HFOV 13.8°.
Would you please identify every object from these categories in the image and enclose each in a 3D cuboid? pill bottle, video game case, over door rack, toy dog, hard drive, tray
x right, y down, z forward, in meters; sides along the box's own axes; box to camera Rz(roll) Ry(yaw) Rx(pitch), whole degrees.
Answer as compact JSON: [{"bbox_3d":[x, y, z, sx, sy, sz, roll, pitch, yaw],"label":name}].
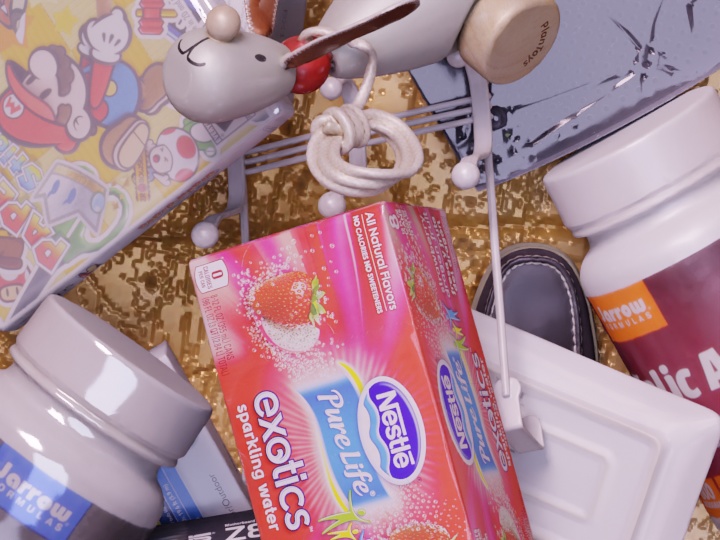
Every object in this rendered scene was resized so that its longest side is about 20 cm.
[{"bbox_3d":[0.178,0.019,1.453,0.114,0.114,0.200,-30,96,-1],"label":"pill bottle"},{"bbox_3d":[-0.154,-0.103,1.417,0.182,0.023,0.200,-37,79,18],"label":"video game case"},{"bbox_3d":[0.000,0.000,1.420,0.148,0.067,0.200,-12,76,20],"label":"over door rack"},{"bbox_3d":[-0.164,0.118,1.381,0.114,0.114,0.200,35,93,-5],"label":"pill bottle"},{"bbox_3d":[0.008,-0.129,1.350,0.132,0.200,0.096,25,129,21],"label":"toy dog"},{"bbox_3d":[0.114,-0.141,1.471,0.200,0.042,0.135,-30,95,1],"label":"hard drive"},{"bbox_3d":[0.068,0.083,1.435,0.200,0.022,0.107,23,102,23],"label":"tray"}]

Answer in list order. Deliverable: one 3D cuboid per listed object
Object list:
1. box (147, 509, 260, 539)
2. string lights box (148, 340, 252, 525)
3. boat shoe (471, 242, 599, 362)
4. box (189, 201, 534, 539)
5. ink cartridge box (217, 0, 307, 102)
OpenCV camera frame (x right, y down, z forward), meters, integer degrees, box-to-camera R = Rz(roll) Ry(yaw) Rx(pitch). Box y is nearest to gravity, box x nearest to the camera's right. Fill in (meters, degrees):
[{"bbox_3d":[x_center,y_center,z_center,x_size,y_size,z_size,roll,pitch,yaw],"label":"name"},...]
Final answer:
[{"bbox_3d":[-0.018,0.208,1.453,0.161,0.049,0.200,-11,117,-1],"label":"box"},{"bbox_3d":[-0.159,0.129,1.469,0.200,0.059,0.103,-29,97,-1],"label":"string lights box"},{"bbox_3d":[0.084,0.087,1.477,0.072,0.065,0.200,6,94,-4],"label":"boat shoe"},{"bbox_3d":[0.006,0.077,1.337,0.100,0.095,0.200,-17,83,17],"label":"box"},{"bbox_3d":[-0.124,-0.148,1.444,0.200,0.050,0.109,10,94,21],"label":"ink cartridge box"}]
